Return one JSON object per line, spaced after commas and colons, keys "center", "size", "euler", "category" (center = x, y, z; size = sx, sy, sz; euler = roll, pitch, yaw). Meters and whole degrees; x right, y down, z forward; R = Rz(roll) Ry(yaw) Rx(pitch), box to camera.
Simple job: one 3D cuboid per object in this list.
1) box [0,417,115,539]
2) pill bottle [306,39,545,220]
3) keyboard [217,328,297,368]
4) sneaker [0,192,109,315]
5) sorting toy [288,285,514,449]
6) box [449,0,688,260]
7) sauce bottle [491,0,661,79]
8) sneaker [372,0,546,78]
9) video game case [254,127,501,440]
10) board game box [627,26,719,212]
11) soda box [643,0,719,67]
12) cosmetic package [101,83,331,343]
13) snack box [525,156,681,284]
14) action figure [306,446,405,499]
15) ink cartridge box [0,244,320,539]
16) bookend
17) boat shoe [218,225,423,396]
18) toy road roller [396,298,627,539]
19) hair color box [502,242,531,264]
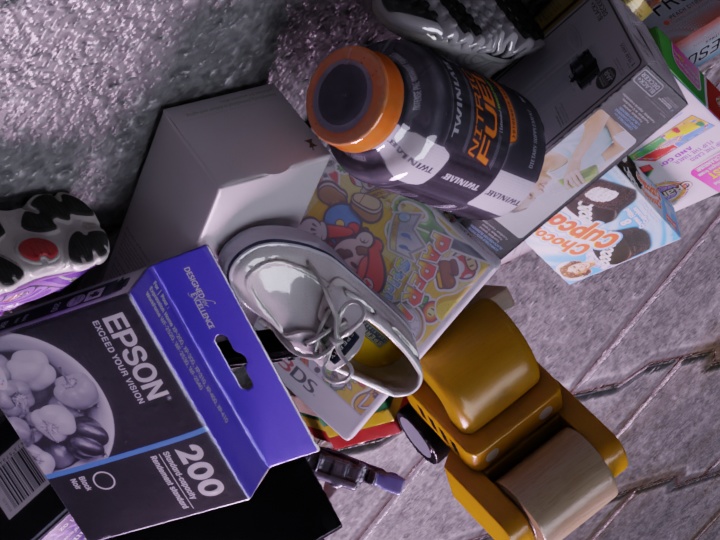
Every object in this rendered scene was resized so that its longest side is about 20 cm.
{"center": [-0.233, 0.186, 1.565], "size": [0.148, 0.105, 0.200], "euler": [-42, 155, 5], "category": "box"}
{"center": [0.044, -0.105, 1.361], "size": [0.106, 0.106, 0.199], "euler": [-48, 148, 18], "category": "pill bottle"}
{"center": [-0.143, 0.079, 1.459], "size": [0.198, 0.040, 0.104], "euler": [-6, -167, 0], "category": "keyboard"}
{"center": [-0.255, 0.004, 1.262], "size": [0.199, 0.081, 0.083], "euler": [-6, 145, -52], "category": "sneaker"}
{"center": [0.031, 0.091, 1.691], "size": [0.199, 0.070, 0.199], "euler": [-30, -171, -16], "category": "sorting toy"}
{"center": [0.150, -0.116, 1.477], "size": [0.200, 0.117, 0.060], "euler": [-41, 128, 19], "category": "box"}
{"center": [0.159, -0.183, 1.545], "size": [0.200, 0.066, 0.066], "euler": [-40, 156, 12], "category": "sauce bottle"}
{"center": [0.065, -0.176, 1.421], "size": [0.081, 0.076, 0.199], "euler": [-41, 157, 25], "category": "sneaker"}
{"center": [-0.017, 0.006, 1.479], "size": [0.200, 0.182, 0.023], "euler": [-50, 176, 22], "category": "video game case"}
{"center": [0.243, -0.116, 1.624], "size": [0.152, 0.041, 0.200], "euler": [-25, 142, 28], "category": "board game box"}
{"center": [0.288, -0.222, 1.649], "size": [0.199, 0.069, 0.064], "euler": [-31, 153, -16], "category": "soda box"}
{"center": [-0.111, -0.032, 1.390], "size": [0.107, 0.085, 0.201], "euler": [-17, 147, -38], "category": "cosmetic package"}
{"center": [0.185, -0.064, 1.624], "size": [0.115, 0.037, 0.200], "euler": [-23, 143, 24], "category": "snack box"}
{"center": [-0.063, 0.207, 1.739], "size": [0.194, 0.198, 0.106], "euler": [66, 42, -78], "category": "action figure"}
{"center": [-0.159, 0.096, 1.373], "size": [0.198, 0.044, 0.199], "euler": [-19, 118, 18], "category": "ink cartridge box"}
{"center": [-0.108, 0.260, 1.603], "size": [0.198, 0.093, 0.200], "euler": [-29, 155, -6], "category": "bookend"}
{"center": [-0.022, 0.043, 1.372], "size": [0.074, 0.086, 0.202], "euler": [-40, 133, 12], "category": "boat shoe"}
{"center": [0.114, 0.117, 1.525], "size": [0.122, 0.200, 0.146], "euler": [-36, 145, -13], "category": "toy road roller"}
{"center": [0.129, -0.057, 1.716], "size": [0.199, 0.061, 0.102], "euler": [-25, 152, -28], "category": "hair color box"}
